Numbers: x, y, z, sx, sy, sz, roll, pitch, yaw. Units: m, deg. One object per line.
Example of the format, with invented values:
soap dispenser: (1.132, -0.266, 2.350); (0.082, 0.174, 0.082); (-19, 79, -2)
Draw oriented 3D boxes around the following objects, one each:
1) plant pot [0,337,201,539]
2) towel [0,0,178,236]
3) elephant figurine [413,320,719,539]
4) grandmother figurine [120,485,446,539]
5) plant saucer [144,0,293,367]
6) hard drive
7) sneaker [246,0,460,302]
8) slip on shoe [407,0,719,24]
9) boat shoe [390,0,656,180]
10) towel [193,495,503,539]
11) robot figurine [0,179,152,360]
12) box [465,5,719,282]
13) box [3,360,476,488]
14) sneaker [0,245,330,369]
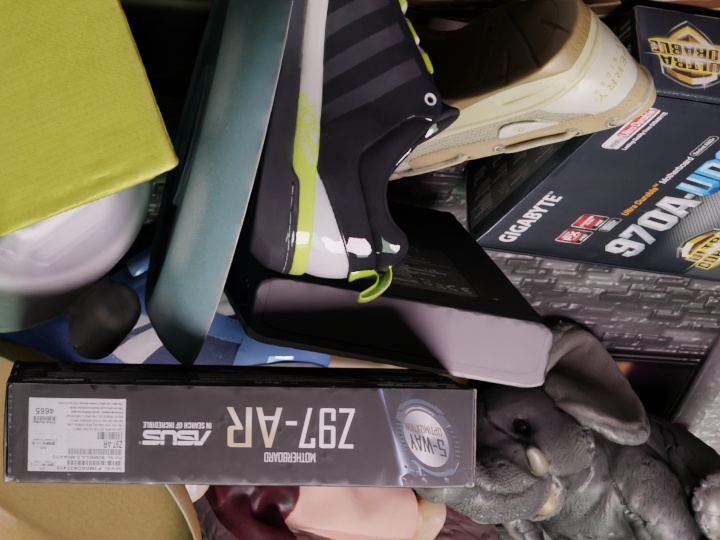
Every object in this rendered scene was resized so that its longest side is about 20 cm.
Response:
plant pot: (-0.161, 0.099, 1.489); (0.199, 0.028, 0.201); (22, 144, 17)
towel: (-0.148, -0.122, 1.219); (0.086, 0.201, 0.018); (-20, -178, 8)
elephant figurine: (0.107, 0.100, 1.580); (0.200, 0.142, 0.155); (36, 167, -17)
grandmother figurine: (-0.046, 0.114, 1.556); (0.199, 0.122, 0.061); (13, 126, -38)
plant saucer: (-0.064, -0.058, 1.295); (0.027, 0.201, 0.201); (14, 136, -8)
hard drive: (0.000, 0.000, 1.379); (0.139, 0.200, 0.033); (10, 104, -14)
sneaker: (0.004, -0.084, 1.286); (0.082, 0.201, 0.072); (10, 169, -4)
slip on shoe: (0.108, -0.148, 1.338); (0.199, 0.061, 0.076); (-1, 172, 14)
boat shoe: (0.046, -0.076, 1.346); (0.063, 0.074, 0.200); (36, 147, -30)
towel: (0.016, 0.182, 1.604); (0.190, 0.200, 0.032); (10, 114, -25)
robot figurine: (-0.159, -0.035, 1.331); (0.113, 0.170, 0.200); (-33, 179, -17)
box: (0.161, -0.057, 1.419); (0.158, 0.046, 0.200); (7, 156, -21)
box: (-0.057, 0.066, 1.293); (0.199, 0.044, 0.160); (1, -179, -6)
sneaker: (-0.106, 0.027, 1.490); (0.199, 0.083, 0.074); (1, 171, 11)
